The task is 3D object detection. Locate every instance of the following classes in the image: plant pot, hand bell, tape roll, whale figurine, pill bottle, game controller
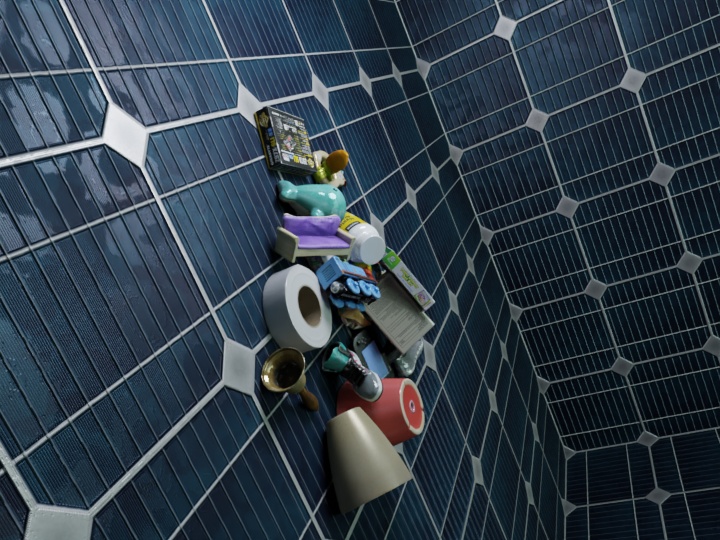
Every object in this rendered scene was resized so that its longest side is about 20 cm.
[{"bbox_3d":[0.000,0.436,1.437,0.187,0.186,0.202,12,49,-62],"label":"plant pot"},{"bbox_3d":[-0.134,0.270,1.373,0.201,0.102,0.105,61,24,-48],"label":"hand bell"},{"bbox_3d":[-0.148,0.093,1.457,0.202,0.070,0.205,43,38,-46],"label":"tape roll"},{"bbox_3d":[-0.124,-0.192,1.619,0.198,0.104,0.160,25,30,-29],"label":"whale figurine"},{"bbox_3d":[0.060,0.370,1.579,0.200,0.175,0.203,45,35,-45],"label":"plant pot"},{"bbox_3d":[-0.013,-0.087,1.700,0.112,0.111,0.200,53,-10,-35],"label":"pill bottle"},{"bbox_3d":[0.037,0.263,1.739,0.104,0.042,0.203,-34,107,-34],"label":"game controller"}]

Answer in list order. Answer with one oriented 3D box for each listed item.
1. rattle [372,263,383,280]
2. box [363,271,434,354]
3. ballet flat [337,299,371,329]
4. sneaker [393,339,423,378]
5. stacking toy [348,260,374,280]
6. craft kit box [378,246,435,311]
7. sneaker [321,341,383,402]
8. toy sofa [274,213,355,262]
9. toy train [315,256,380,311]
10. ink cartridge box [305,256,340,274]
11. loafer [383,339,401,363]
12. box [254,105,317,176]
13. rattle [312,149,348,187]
[{"bbox_3d":[0.105,0.050,1.885,0.130,0.140,0.204,-3,87,-76],"label":"rattle"},{"bbox_3d":[0.096,0.119,1.747,0.201,0.128,0.109,49,-3,-4],"label":"box"},{"bbox_3d":[-0.022,0.130,1.708,0.063,0.068,0.200,-53,153,-8],"label":"ballet flat"},{"bbox_3d":[0.143,0.241,1.966,0.116,0.074,0.201,58,29,-23],"label":"sneaker"},{"bbox_3d":[0.000,0.000,1.739,0.086,0.084,0.201,58,6,-26],"label":"stacking toy"},{"bbox_3d":[0.116,0.013,1.759,0.198,0.048,0.200,52,-2,-14],"label":"craft kit box"},{"bbox_3d":[-0.032,0.245,1.518,0.120,0.084,0.200,32,4,-40],"label":"sneaker"},{"bbox_3d":[-0.110,-0.082,1.524,0.198,0.082,0.099,-3,115,-43],"label":"toy sofa"},{"bbox_3d":[-0.025,0.035,1.563,0.199,0.086,0.115,15,41,-58],"label":"toy train"},{"bbox_3d":[-0.096,-0.023,1.672,0.202,0.050,0.109,64,25,-20],"label":"ink cartridge box"},{"bbox_3d":[0.115,0.200,1.838,0.071,0.201,0.068,48,-12,-30],"label":"loafer"},{"bbox_3d":[-0.201,-0.351,1.675,0.199,0.049,0.163,-6,81,-65],"label":"box"},{"bbox_3d":[-0.056,-0.317,1.858,0.199,0.142,0.131,14,42,-55],"label":"rattle"}]
